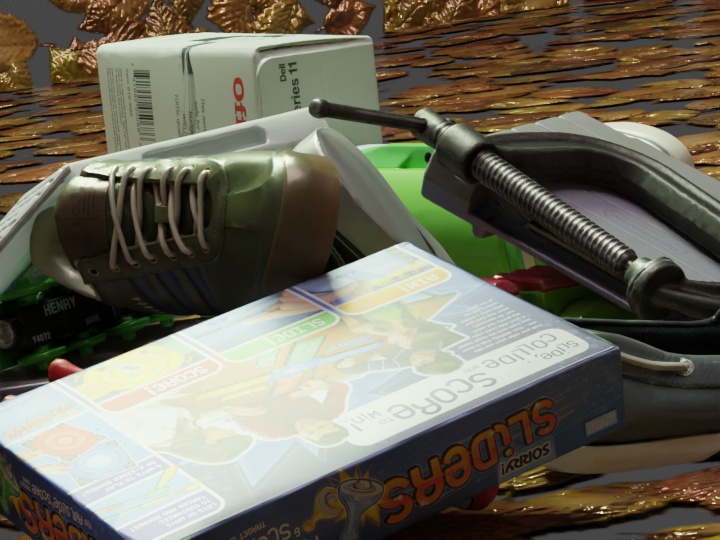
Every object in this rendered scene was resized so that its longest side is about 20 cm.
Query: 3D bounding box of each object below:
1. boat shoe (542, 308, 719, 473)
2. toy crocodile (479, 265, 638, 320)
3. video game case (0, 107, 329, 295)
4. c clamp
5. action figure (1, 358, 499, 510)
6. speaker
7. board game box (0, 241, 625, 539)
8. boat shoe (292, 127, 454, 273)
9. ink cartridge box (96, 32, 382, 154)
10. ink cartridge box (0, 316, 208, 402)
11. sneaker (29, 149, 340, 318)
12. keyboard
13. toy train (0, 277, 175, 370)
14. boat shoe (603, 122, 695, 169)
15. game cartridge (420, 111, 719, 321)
[{"bbox_3d":[0.161,0.034,1.117,0.200,0.062,0.073,-9,10,-16],"label":"boat shoe"},{"bbox_3d":[0.056,0.027,1.246,0.200,0.062,0.067,-13,11,-38],"label":"toy crocodile"},{"bbox_3d":[-0.129,-0.002,1.371,0.182,0.023,0.200,-17,-20,-50],"label":"video game case"},{"bbox_3d":[0.099,-0.022,1.209,0.171,0.027,0.200,-3,29,-46],"label":"c clamp"},{"bbox_3d":[-0.039,0.070,1.088,0.200,0.052,0.065,3,18,26],"label":"action figure"},{"bbox_3d":[0.055,-0.025,1.502,0.088,0.089,0.200,-15,12,-43],"label":"speaker"},{"bbox_3d":[-0.024,0.055,1.017,0.200,0.035,0.135,-21,29,-28],"label":"board game box"},{"bbox_3d":[0.000,0.000,1.275,0.064,0.071,0.200,-32,-27,6],"label":"boat shoe"},{"bbox_3d":[-0.069,-0.065,1.659,0.083,0.147,0.200,-10,10,-30],"label":"ink cartridge box"},{"bbox_3d":[-0.116,0.053,1.280,0.200,0.042,0.119,-11,9,-11],"label":"ink cartridge box"},{"bbox_3d":[-0.081,-0.014,1.161,0.090,0.067,0.200,9,-8,-19],"label":"sneaker"},{"bbox_3d":[-0.191,0.030,1.190,0.200,0.011,0.056,-52,7,-28],"label":"keyboard"},{"bbox_3d":[-0.113,0.012,1.302,0.056,0.042,0.200,-14,3,35],"label":"toy train"},{"bbox_3d":[0.089,-0.035,1.626,0.200,0.075,0.093,-9,11,38],"label":"boat shoe"},{"bbox_3d":[0.141,-0.010,1.271,0.200,0.038,0.130,31,23,29],"label":"game cartridge"}]
